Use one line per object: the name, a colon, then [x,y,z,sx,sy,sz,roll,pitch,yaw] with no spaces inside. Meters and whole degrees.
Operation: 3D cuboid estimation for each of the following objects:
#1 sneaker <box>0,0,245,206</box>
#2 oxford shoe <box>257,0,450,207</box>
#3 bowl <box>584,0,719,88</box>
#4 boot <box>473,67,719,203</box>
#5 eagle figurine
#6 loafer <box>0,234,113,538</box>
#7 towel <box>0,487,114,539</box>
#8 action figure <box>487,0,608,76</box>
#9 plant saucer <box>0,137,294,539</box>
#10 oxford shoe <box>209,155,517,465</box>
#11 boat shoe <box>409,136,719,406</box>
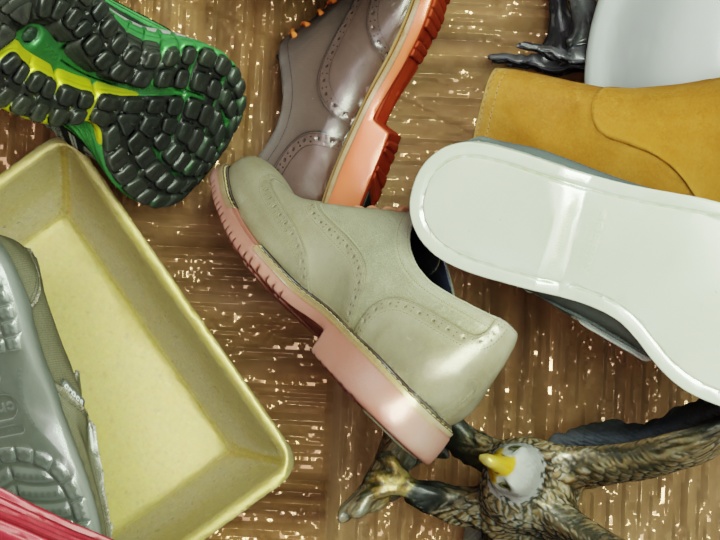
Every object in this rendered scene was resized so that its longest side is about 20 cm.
sneaker: [-0.124,-0.096,0.760,0.085,0.200,0.078,35,89,35]
oxford shoe: [-0.002,-0.116,0.819,0.072,0.071,0.201,20,87,8]
bowl: [0.210,-0.089,0.759,0.200,0.090,0.202,-5,107,-18]
boot: [0.119,-0.057,0.692,0.143,0.202,0.071,25,52,12]
eagle figurine: [0.095,0.098,0.725,0.199,0.151,0.153,13,112,24]
loafer: [-0.147,0.073,0.760,0.075,0.070,0.201,-5,103,16]
towel: [-0.174,0.176,0.757,0.144,0.023,0.201,25,123,-1]
action figure: [0.105,-0.197,0.800,0.101,0.119,0.201,10,92,-5]
plant saucer: [-0.164,0.071,0.819,0.200,0.048,0.200,-35,87,-1]
oxford shoe: [0.000,0.000,0.738,0.074,0.071,0.200,-44,49,3]
boat shoe: [0.118,0.000,0.673,0.199,0.062,0.073,23,100,13]
